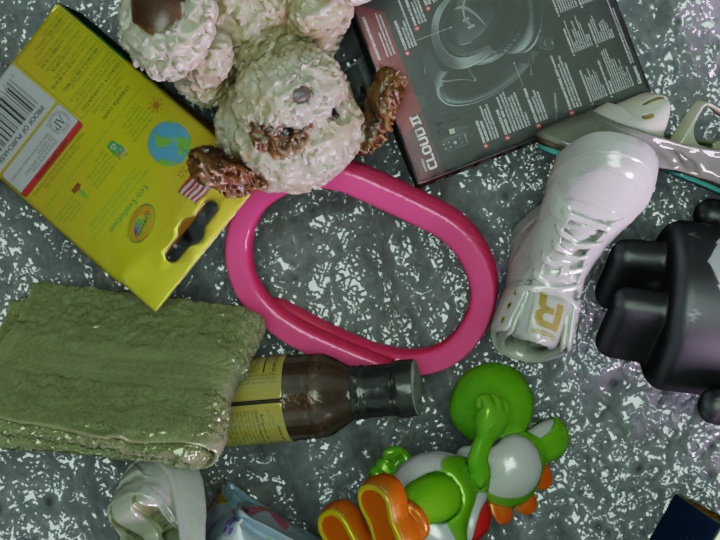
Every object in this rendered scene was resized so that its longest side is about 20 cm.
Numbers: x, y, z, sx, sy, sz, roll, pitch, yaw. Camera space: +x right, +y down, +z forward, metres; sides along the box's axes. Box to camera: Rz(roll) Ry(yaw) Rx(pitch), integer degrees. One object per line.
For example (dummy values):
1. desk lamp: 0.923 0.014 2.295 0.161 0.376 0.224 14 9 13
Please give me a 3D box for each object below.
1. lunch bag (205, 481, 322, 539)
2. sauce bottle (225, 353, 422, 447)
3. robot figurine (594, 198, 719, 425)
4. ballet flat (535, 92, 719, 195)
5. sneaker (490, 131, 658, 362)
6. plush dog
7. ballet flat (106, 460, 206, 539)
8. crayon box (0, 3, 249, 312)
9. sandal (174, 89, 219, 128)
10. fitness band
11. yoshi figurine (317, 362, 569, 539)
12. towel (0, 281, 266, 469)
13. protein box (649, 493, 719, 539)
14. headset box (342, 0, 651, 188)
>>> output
1. lunch bag: -0.050 0.275 1.496 0.200 0.127 0.170 34 90 -13
2. sauce bottle: -0.056 0.093 1.508 0.199 0.065 0.065 -4 90 12
3. robot figurine: 0.269 0.029 1.493 0.199 0.125 0.151 7 94 -4
4. ballet flat: 0.214 -0.093 1.483 0.200 0.067 0.064 13 100 -25
5. sneaker: 0.145 -0.005 1.445 0.073 0.200 0.116 17 62 -6
6. plush dog: -0.065 -0.134 1.444 0.200 0.160 0.172 -23 92 -20
7. ballet flat: -0.138 0.186 1.424 0.069 0.070 0.200 -12 55 0
8. crayon box: -0.175 -0.078 1.510 0.200 0.051 0.127 41 96 11
9. sandal: -0.095 -0.145 1.542 0.076 0.043 0.200 30 96 8
10. fitness band: 0.000 0.000 1.513 0.200 0.037 0.144 24 113 0
11. yoshi figurine: 0.061 0.129 1.485 0.112 0.200 0.112 29 129 36
12. towel: -0.175 0.073 1.484 0.199 0.037 0.149 4 46 15
13. protein box: 0.240 0.279 1.457 0.135 0.200 0.199 30 90 0
14. headset box: 0.088 -0.156 1.521 0.200 0.077 0.149 -22 89 1
